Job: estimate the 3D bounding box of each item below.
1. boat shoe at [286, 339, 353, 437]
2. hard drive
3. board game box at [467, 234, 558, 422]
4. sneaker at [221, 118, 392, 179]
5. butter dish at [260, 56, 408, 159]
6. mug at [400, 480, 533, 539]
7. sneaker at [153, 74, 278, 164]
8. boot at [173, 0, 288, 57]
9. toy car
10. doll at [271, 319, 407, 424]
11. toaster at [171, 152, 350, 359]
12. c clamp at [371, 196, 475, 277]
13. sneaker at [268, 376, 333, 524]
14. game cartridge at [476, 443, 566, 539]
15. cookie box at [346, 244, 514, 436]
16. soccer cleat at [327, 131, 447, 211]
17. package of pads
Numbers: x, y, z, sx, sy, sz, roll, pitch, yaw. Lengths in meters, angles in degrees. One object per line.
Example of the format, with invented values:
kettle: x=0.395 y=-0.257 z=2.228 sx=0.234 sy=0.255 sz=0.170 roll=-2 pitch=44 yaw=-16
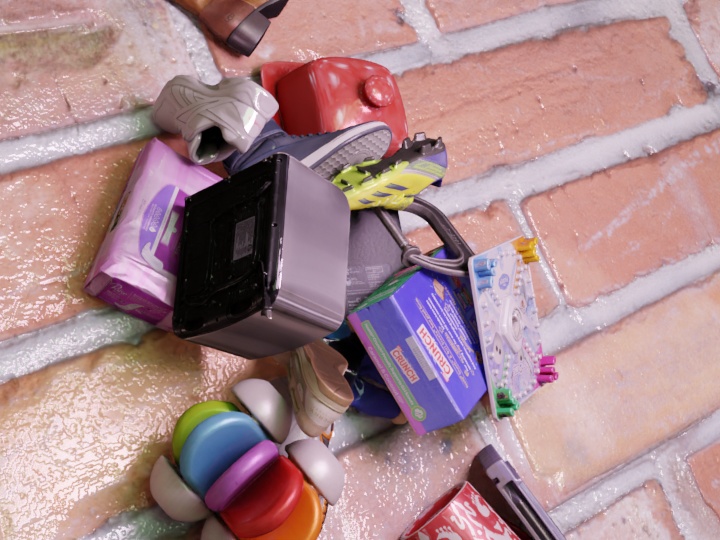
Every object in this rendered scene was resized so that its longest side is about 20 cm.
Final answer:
boat shoe: x=-0.054 y=0.122 z=1.419 sx=0.072 sy=0.065 sz=0.200 roll=32 pitch=10 yaw=-17
hard drive: x=0.000 y=0.000 z=1.630 sx=0.138 sy=0.033 sz=0.203 roll=-4 pitch=80 yaw=-34
board game box: x=0.197 y=0.067 z=1.619 sx=0.199 sy=0.026 sz=0.203 roll=-21 pitch=103 yaw=-62
sneaker: x=-0.074 y=-0.159 z=1.566 sx=0.201 sy=0.077 sz=0.147 roll=-28 pitch=55 yaw=-15
butter dish: x=-0.009 y=-0.203 z=1.666 sx=0.197 sy=0.148 sz=0.203 roll=0 pitch=69 yaw=-32
mug: x=0.149 y=0.363 z=1.545 sx=0.133 sy=0.178 sz=0.201 roll=-40 pitch=89 yaw=2
sneaker: x=-0.190 y=-0.173 z=1.512 sx=0.078 sy=0.198 sz=0.100 roll=41 pitch=65 yaw=-36
boot: x=-0.190 y=-0.399 z=1.707 sx=0.199 sy=0.068 sz=0.189 roll=35 pitch=61 yaw=-6
toy car: x=-0.119 y=0.225 z=1.362 sx=0.175 sy=0.150 sz=0.200 roll=-42 pitch=91 yaw=-7
doll: x=-0.022 y=0.127 z=1.552 sx=0.198 sy=0.048 sz=0.138 roll=26 pitch=88 yaw=-25
toaster: x=-0.111 y=-0.004 z=1.400 sx=0.118 sy=0.180 sz=0.203 roll=23 pitch=59 yaw=-38
c clamp: x=0.054 y=-0.053 z=1.586 sx=0.169 sy=0.027 sz=0.200 roll=5 pitch=33 yaw=-38
sneaker: x=-0.078 y=0.219 z=1.485 sx=0.091 sy=0.076 sz=0.203 roll=3 pitch=75 yaw=1
game cartridge: x=0.219 y=0.310 z=1.600 sx=0.038 sy=0.130 sz=0.201 roll=-36 pitch=92 yaw=5
cookie box: x=0.091 y=0.079 z=1.568 sx=0.173 sy=0.075 sz=0.200 roll=60 pitch=31 yaw=-5
soccer cleat: x=0.035 y=-0.101 z=1.550 sx=0.199 sy=0.064 sz=0.085 roll=-28 pitch=126 yaw=-38
package of pads: x=-0.230 y=-0.041 z=1.489 sx=0.120 sy=0.076 sz=0.202 roll=28 pitch=56 yaw=-20
